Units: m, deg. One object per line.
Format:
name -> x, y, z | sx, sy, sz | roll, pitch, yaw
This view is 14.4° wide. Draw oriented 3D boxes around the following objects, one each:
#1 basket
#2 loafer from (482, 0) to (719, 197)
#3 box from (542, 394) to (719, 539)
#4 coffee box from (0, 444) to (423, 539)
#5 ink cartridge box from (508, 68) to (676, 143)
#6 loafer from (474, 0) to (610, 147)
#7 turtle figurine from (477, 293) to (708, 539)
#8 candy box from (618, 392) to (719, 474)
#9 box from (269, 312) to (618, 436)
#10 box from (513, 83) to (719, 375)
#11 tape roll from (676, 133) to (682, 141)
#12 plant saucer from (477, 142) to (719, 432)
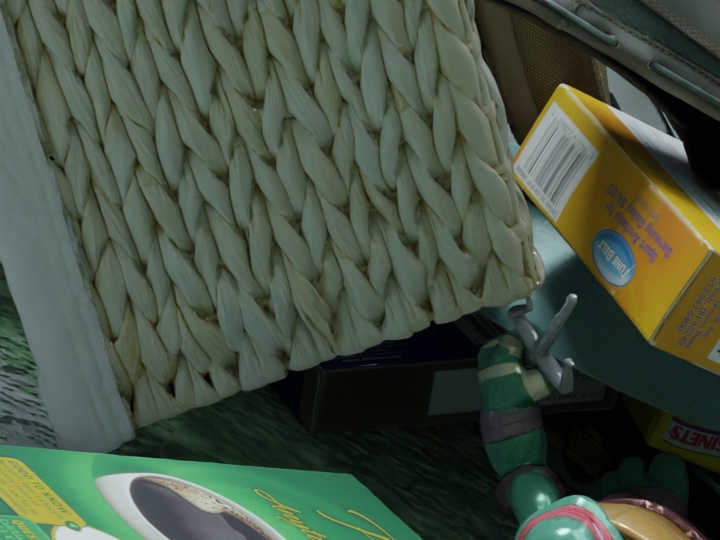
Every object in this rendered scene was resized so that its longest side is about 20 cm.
basket -> -0.054, -0.082, 0.905 | 0.161, 0.200, 0.198 | -18, 21, -2
loafer -> 0.110, -0.054, 0.899 | 0.200, 0.063, 0.072 | 41, -15, -22
box -> 0.140, 0.080, 1.083 | 0.137, 0.040, 0.200 | 14, 18, -40
coffee box -> -0.042, 0.094, 0.718 | 0.200, 0.044, 0.123 | 9, 23, -48
ink cartridge box -> 0.099, -0.058, 1.235 | 0.200, 0.068, 0.116 | 62, 7, -13
loafer -> 0.061, -0.110, 0.967 | 0.076, 0.067, 0.200 | -106, 173, -59
turtle figurine -> 0.089, 0.079, 0.880 | 0.150, 0.101, 0.200 | 33, 4, 23
candy box -> 0.138, 0.038, 1.094 | 0.102, 0.026, 0.200 | 19, 15, -12
box -> 0.000, 0.000, 1.074 | 0.121, 0.032, 0.200 | -4, 28, -24
box -> 0.153, 0.014, 0.937 | 0.200, 0.042, 0.119 | 25, 17, -31
tape roll -> 0.164, -0.066, 1.121 | 0.200, 0.066, 0.200 | 60, 2, -4
plant saucer -> 0.098, 0.001, 1.031 | 0.200, 0.036, 0.200 | 25, 14, -7
